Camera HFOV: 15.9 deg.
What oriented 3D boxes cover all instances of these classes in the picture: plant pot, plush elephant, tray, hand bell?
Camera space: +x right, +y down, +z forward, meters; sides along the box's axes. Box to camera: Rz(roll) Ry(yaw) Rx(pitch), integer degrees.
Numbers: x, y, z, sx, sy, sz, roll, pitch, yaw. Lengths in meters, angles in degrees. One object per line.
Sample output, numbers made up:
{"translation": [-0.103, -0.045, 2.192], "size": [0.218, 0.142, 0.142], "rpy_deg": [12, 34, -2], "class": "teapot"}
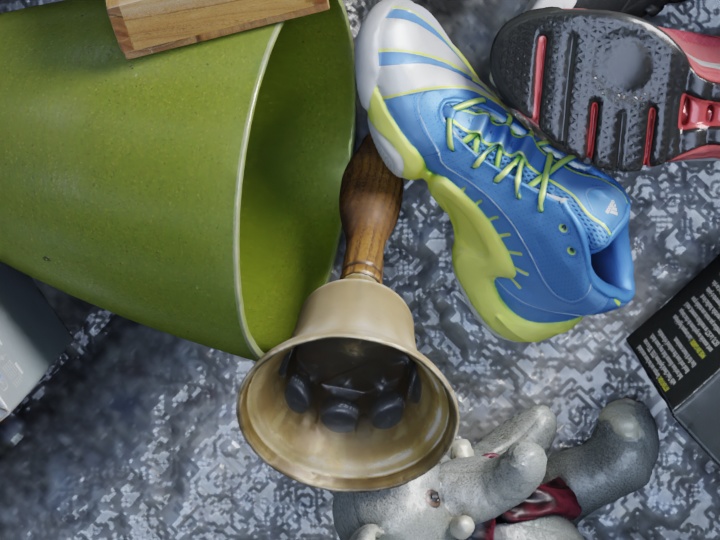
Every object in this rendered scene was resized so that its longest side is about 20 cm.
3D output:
{"translation": [-0.123, -0.060, 1.273], "size": [0.199, 0.187, 0.188], "rpy_deg": [8, 99, 15], "class": "plant pot"}
{"translation": [0.055, 0.126, 1.280], "size": [0.199, 0.155, 0.165], "rpy_deg": [-15, 54, 19], "class": "plush elephant"}
{"translation": [-0.075, -0.188, 1.239], "size": [0.098, 0.200, 0.037], "rpy_deg": [-13, 136, 4], "class": "tray"}
{"translation": [0.000, 0.000, 1.263], "size": [0.104, 0.200, 0.104], "rpy_deg": [2, 133, 3], "class": "hand bell"}

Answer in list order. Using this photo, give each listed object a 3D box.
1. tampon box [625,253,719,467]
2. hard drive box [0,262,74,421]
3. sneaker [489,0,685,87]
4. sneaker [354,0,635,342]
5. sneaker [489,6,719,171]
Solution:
{"translation": [0.261, 0.035, 1.273], "size": [0.200, 0.126, 0.150], "rpy_deg": [-42, 104, 7], "class": "tampon box"}
{"translation": [-0.237, 0.065, 1.270], "size": [0.156, 0.200, 0.077], "rpy_deg": [-36, 96, 7], "class": "hard drive box"}
{"translation": [0.162, -0.145, 1.287], "size": [0.112, 0.073, 0.200], "rpy_deg": [37, 98, -4], "class": "sneaker"}
{"translation": [0.078, -0.054, 1.274], "size": [0.105, 0.076, 0.200], "rpy_deg": [-6, 126, 38], "class": "sneaker"}
{"translation": [0.158, -0.082, 1.263], "size": [0.200, 0.087, 0.074], "rpy_deg": [11, 97, -5], "class": "sneaker"}
